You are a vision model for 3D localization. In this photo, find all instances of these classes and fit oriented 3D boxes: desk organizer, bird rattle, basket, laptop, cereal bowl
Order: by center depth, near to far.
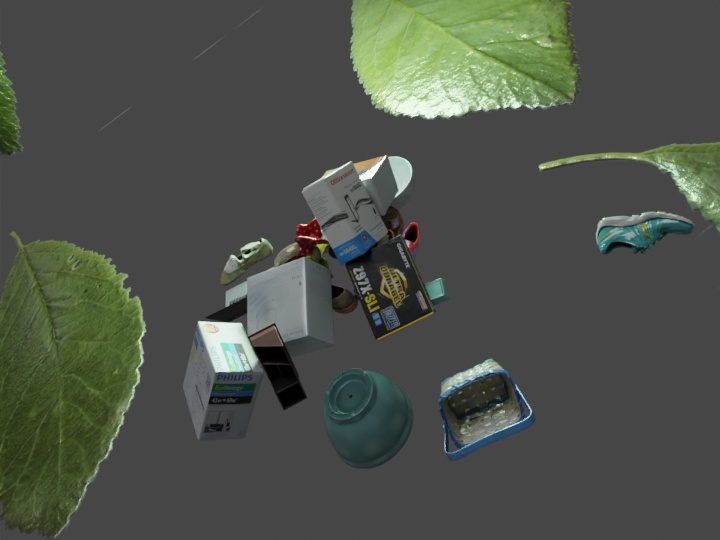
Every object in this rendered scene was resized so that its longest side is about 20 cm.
[{"bbox_3d":[0.235,0.268,1.225,0.173,0.142,0.200,-25,11,11],"label":"basket"},{"bbox_3d":[-0.191,0.229,1.508,0.070,0.203,0.077,-25,42,-9],"label":"desk organizer"},{"bbox_3d":[-0.147,-0.032,1.663,0.160,0.200,0.115,-29,70,1],"label":"bird rattle"},{"bbox_3d":[-0.333,0.058,1.830,0.183,0.117,0.203,-25,42,10],"label":"laptop"},{"bbox_3d":[0.073,-0.227,1.851,0.195,0.084,0.204,-19,43,18],"label":"cereal bowl"}]

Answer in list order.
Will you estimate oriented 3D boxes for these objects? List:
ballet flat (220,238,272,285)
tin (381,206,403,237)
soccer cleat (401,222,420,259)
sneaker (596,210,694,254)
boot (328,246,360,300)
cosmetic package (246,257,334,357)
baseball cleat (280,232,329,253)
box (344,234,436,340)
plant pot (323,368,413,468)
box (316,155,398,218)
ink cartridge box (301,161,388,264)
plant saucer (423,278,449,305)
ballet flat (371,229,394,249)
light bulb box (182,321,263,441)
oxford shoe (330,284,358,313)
[{"bbox_3d":[-0.361,-0.033,1.972,0.197,0.071,0.071,-33,41,3],"label":"ballet flat"},{"bbox_3d":[0.026,-0.114,1.764,0.195,0.115,0.042,-10,7,25],"label":"tin"},{"bbox_3d":[0.110,-0.033,1.638,0.066,0.074,0.203,15,52,9],"label":"soccer cleat"},{"bbox_3d":[0.608,-0.074,1.381,0.195,0.077,0.082,-7,66,34],"label":"sneaker"},{"bbox_3d":[0.000,0.000,1.683,0.193,0.070,0.178,-1,51,12],"label":"boot"},{"bbox_3d":[-0.178,0.102,1.618,0.195,0.122,0.206,-18,66,30],"label":"cosmetic package"},{"bbox_3d":[-0.141,-0.077,1.877,0.194,0.071,0.108,-16,37,7],"label":"baseball cleat"},{"bbox_3d":[0.071,0.042,1.544,0.156,0.049,0.205,-25,81,12],"label":"box"},{"bbox_3d":[-0.001,0.296,1.375,0.195,0.135,0.204,-19,43,18],"label":"plant pot"},{"bbox_3d":[-0.017,-0.209,1.720,0.195,0.109,0.153,-11,27,26],"label":"box"},{"bbox_3d":[-0.035,-0.142,1.570,0.083,0.204,0.146,-22,12,36],"label":"ink cartridge box"},{"bbox_3d":[0.121,0.076,1.588,0.195,0.019,0.071,-23,42,16],"label":"plant saucer"},{"bbox_3d":[0.038,-0.026,1.623,0.066,0.068,0.203,17,56,10],"label":"ballet flat"},{"bbox_3d":[-0.338,0.265,1.560,0.199,0.122,0.204,52,129,49],"label":"light bulb box"},{"bbox_3d":[-0.100,0.064,1.701,0.195,0.075,0.072,-2,49,32],"label":"oxford shoe"}]
